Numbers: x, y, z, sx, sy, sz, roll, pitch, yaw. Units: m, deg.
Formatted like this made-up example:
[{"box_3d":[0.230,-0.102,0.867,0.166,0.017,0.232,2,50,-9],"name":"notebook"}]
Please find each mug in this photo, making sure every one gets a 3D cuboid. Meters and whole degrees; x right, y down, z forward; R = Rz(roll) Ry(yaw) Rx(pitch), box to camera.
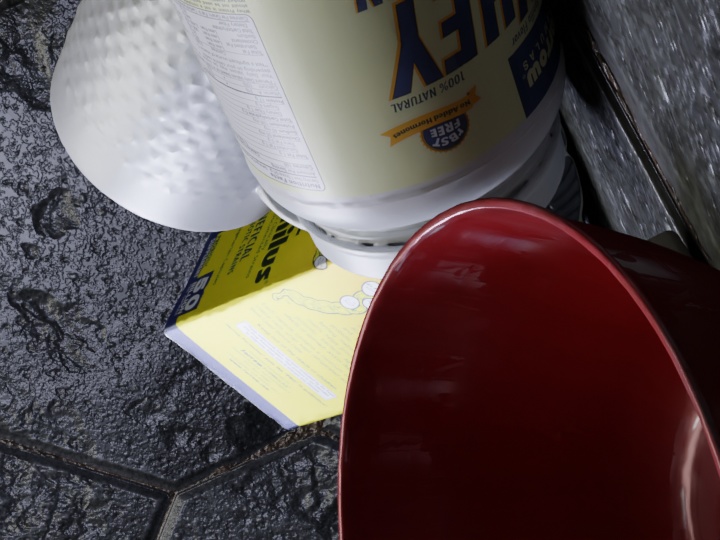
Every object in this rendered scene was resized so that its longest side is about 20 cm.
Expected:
[{"box_3d":[-0.053,-0.110,0.811,0.200,0.147,0.176,53,139,15],"name":"mug"}]

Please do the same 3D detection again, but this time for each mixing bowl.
[{"box_3d":[0.083,0.077,0.440,0.200,0.108,0.202,16,108,61],"name":"mixing bowl"}]

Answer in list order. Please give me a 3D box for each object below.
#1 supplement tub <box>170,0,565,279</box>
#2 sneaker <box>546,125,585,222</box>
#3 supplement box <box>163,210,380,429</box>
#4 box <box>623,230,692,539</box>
[{"box_3d":[0.002,-0.109,0.643,0.145,0.144,0.201,-113,-1,-50],"name":"supplement tub"},{"box_3d":[0.085,-0.019,0.805,0.080,0.077,0.201,-53,-61,-79],"name":"sneaker"},{"box_3d":[0.000,0.000,0.901,0.109,0.199,0.109,41,-130,-26],"name":"supplement box"},{"box_3d":[0.127,0.095,0.568,0.095,0.077,0.201,64,-178,-51],"name":"box"}]
